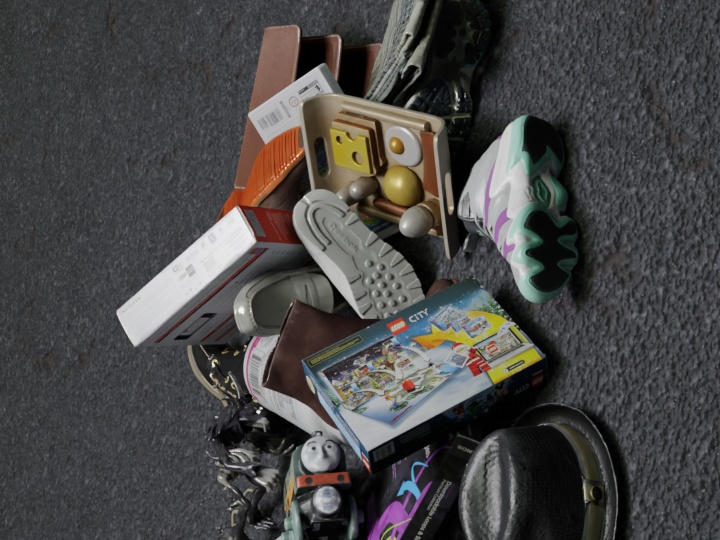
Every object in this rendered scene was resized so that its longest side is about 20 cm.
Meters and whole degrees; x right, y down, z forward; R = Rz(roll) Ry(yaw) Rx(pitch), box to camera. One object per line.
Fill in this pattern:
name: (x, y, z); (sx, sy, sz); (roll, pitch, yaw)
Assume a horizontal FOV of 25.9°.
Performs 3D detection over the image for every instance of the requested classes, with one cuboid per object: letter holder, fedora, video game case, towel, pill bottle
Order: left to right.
letter holder: (-0.057, -0.182, 1.860); (0.142, 0.100, 0.203); (7, 85, 54)
pill bottle: (-0.036, 0.124, 1.715); (0.199, 0.112, 0.115); (22, 98, 56)
video game case: (-0.033, -0.118, 1.764); (0.143, 0.018, 0.201); (-25, 98, 48)
towel: (0.047, -0.262, 1.706); (0.193, 0.034, 0.202); (135, 154, -62)
fedora: (0.147, 0.217, 1.429); (0.200, 0.091, 0.203); (-25, 59, 51)

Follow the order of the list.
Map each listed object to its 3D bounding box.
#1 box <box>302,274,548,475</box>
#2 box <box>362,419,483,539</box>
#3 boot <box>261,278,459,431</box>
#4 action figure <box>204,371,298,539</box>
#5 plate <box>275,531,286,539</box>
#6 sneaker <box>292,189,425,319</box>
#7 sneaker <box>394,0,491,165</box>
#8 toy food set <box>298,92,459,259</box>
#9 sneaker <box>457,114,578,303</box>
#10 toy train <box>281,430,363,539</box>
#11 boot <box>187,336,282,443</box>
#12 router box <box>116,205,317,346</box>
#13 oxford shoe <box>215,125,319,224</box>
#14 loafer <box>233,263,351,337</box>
box: (0.062, 0.097, 1.508); (0.137, 0.198, 0.038); (50, 159, 42)
box: (0.060, 0.210, 1.571); (0.201, 0.036, 0.143); (-61, 14, 21)
boot: (0.007, 0.066, 1.586); (0.202, 0.165, 0.072); (-65, 12, -19)
action figure: (-0.124, 0.218, 1.797); (0.101, 0.119, 0.202); (7, 116, 16)
plate: (-0.107, 0.409, 1.799); (0.199, 0.032, 0.202); (-38, 51, 43)
sneaker: (0.000, 0.000, 1.691); (0.201, 0.076, 0.080); (54, 165, 1)
sneaker: (0.085, -0.199, 1.698); (0.086, 0.077, 0.202); (-134, 64, -71)
toy food set: (0.019, -0.099, 1.660); (0.199, 0.060, 0.145); (18, 130, 39)
sneaker: (0.144, -0.039, 1.545); (0.140, 0.077, 0.202); (-36, 42, 47)
toy train: (-0.046, 0.248, 1.668); (0.200, 0.084, 0.115); (100, 163, -64)
boot: (-0.131, 0.097, 1.899); (0.200, 0.073, 0.152); (53, 123, 45)
router box: (-0.146, 0.010, 1.753); (0.200, 0.179, 0.049); (-39, 71, 22)
oxford shoe: (-0.093, -0.090, 1.792); (0.200, 0.072, 0.072); (-46, 32, 41)
loafer: (-0.062, 0.026, 1.720); (0.069, 0.199, 0.071); (-10, 98, 37)
